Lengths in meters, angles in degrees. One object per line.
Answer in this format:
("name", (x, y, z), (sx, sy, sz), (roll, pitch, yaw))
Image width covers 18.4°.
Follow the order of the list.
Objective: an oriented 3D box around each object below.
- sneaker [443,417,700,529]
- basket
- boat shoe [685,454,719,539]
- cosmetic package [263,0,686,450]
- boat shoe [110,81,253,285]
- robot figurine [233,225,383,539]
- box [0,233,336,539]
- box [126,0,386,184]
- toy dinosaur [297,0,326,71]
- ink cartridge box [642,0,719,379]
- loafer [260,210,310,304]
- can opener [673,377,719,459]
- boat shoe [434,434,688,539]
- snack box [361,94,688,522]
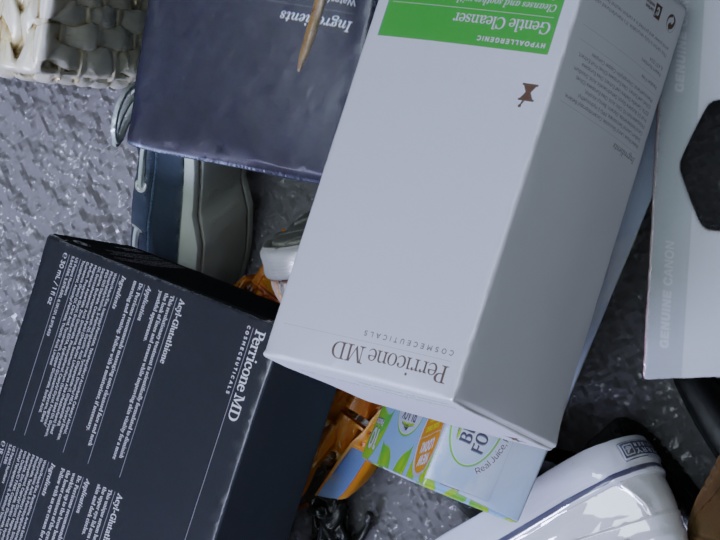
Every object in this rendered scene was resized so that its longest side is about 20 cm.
("sneaker", (0.131, 0.152, 1.084), (0.104, 0.060, 0.200), (-42, 77, 23))
("basket", (-0.170, -0.160, 1.116), (0.123, 0.200, 0.136), (12, 96, 16))
("boat shoe", (0.196, 0.096, 0.980), (0.072, 0.072, 0.200), (-144, 57, -62))
("cosmetic package", (0.050, -0.037, 0.930), (0.108, 0.085, 0.200), (10, 78, 38))
("boat shoe", (-0.089, -0.072, 1.130), (0.062, 0.075, 0.200), (21, 129, 23))
("robot figurine", (-0.050, 0.085, 1.149), (0.145, 0.058, 0.200), (36, 104, 19))
("box", (-0.106, 0.100, 1.071), (0.141, 0.079, 0.200), (21, 96, 29))
("box", (-0.004, -0.145, 1.050), (0.117, 0.197, 0.200), (11, 96, 21))
("toy dinosaur", (-0.039, -0.196, 0.936), (0.200, 0.060, 0.106), (54, 134, 19))
("ink cartridge box", (0.211, -0.049, 0.996), (0.173, 0.044, 0.200), (0, 102, -7))
("loafer", (0.000, 0.000, 1.056), (0.072, 0.200, 0.063), (-11, 97, 16))
("can opener", (0.212, 0.116, 1.049), (0.063, 0.079, 0.200), (-33, 71, 27))
("boat shoe", (0.070, 0.153, 1.044), (0.200, 0.072, 0.066), (-36, 65, 25))
("snack box", (0.073, 0.009, 1.030), (0.053, 0.142, 0.200), (23, 86, -9))
